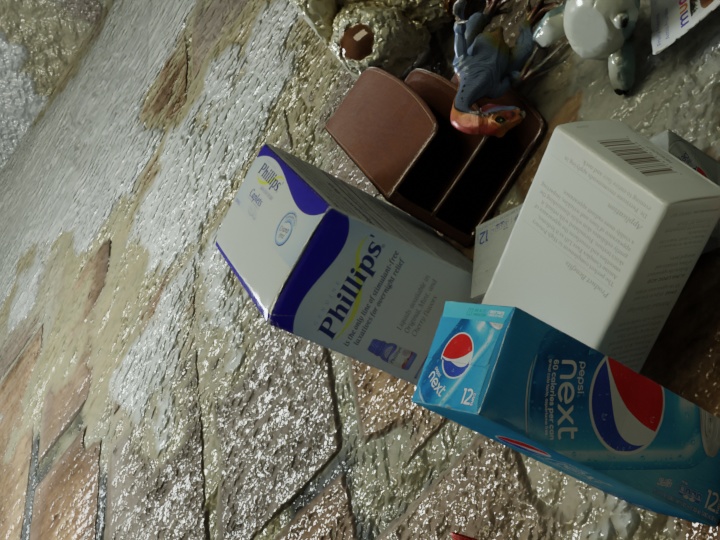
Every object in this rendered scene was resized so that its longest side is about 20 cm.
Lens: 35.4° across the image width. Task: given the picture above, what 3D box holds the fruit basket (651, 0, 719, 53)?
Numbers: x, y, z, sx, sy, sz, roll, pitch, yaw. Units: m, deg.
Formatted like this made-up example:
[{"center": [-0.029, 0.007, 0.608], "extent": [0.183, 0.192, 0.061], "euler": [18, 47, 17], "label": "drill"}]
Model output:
[{"center": [0.275, -0.286, 0.832], "extent": [0.200, 0.093, 0.186], "euler": [-33, 41, 48], "label": "fruit basket"}]

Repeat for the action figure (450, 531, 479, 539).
[{"center": [0.046, 0.290, 0.809], "extent": [0.065, 0.052, 0.201], "euler": [17, 85, 58], "label": "action figure"}]

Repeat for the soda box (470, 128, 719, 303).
[{"center": [0.170, -0.026, 0.836], "extent": [0.200, 0.063, 0.069], "euler": [-28, 46, 47], "label": "soda box"}]

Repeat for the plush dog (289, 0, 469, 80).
[{"center": [0.043, -0.282, 1.221], "extent": [0.172, 0.160, 0.200], "euler": [-40, 48, 5], "label": "plush dog"}]

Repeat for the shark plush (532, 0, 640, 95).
[{"center": [0.191, -0.228, 0.875], "extent": [0.091, 0.200, 0.083], "euler": [29, 72, 23], "label": "shark plush"}]

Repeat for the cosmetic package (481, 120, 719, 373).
[{"center": [0.147, 0.013, 0.749], "extent": [0.102, 0.074, 0.201], "euler": [45, 129, 37], "label": "cosmetic package"}]

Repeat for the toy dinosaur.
[{"center": [0.122, -0.174, 1.007], "extent": [0.200, 0.105, 0.182], "euler": [102, -167, -66], "label": "toy dinosaur"}]

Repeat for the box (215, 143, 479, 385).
[{"center": [0.000, 0.000, 0.959], "extent": [0.105, 0.199, 0.184], "euler": [-60, 28, 9], "label": "box"}]

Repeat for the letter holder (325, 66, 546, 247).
[{"center": [0.069, -0.138, 1.067], "extent": [0.142, 0.100, 0.200], "euler": [-55, 29, 12], "label": "letter holder"}]

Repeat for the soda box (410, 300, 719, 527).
[{"center": [0.132, 0.086, 0.664], "extent": [0.068, 0.199, 0.064], "euler": [1, 67, 59], "label": "soda box"}]
